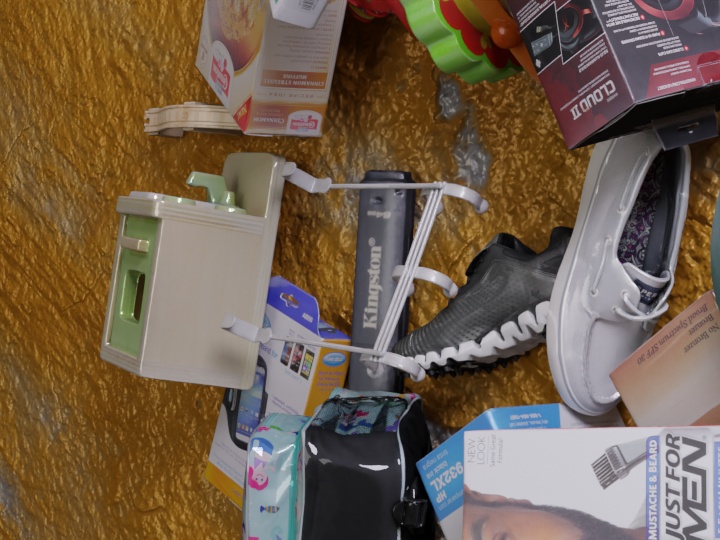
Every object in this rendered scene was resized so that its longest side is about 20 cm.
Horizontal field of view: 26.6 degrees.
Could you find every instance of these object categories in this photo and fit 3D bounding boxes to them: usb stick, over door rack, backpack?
[{"bbox_3d":[0.017,0.020,1.233,0.055,0.032,0.203,5,91,45],"label":"usb stick"},{"bbox_3d":[0.000,0.000,1.170,0.199,0.066,0.149,10,74,44],"label":"over door rack"},{"bbox_3d":[-0.009,0.177,1.131,0.149,0.200,0.180,4,102,12],"label":"backpack"}]

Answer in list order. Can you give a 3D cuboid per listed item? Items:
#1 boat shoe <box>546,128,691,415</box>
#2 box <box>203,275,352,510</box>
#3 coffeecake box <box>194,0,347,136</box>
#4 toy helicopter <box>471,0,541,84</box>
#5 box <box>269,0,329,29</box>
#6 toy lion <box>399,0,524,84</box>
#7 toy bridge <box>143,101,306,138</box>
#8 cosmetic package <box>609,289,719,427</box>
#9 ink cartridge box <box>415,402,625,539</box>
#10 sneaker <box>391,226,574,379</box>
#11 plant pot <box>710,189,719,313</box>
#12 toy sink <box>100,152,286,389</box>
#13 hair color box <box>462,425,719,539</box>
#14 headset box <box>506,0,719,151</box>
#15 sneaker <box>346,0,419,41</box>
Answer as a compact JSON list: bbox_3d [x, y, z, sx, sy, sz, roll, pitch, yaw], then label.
[{"bbox_3d":[0.180,0.002,1.013,0.068,0.071,0.202,26,101,66],"label":"boat shoe"},{"bbox_3d":[-0.069,0.110,1.304,0.119,0.041,0.202,29,107,49],"label":"box"},{"bbox_3d":[-0.070,-0.233,1.248,0.154,0.072,0.202,-128,43,-54],"label":"coffeecake box"},{"bbox_3d":[0.150,-0.169,1.055,0.201,0.131,0.079,61,158,6],"label":"toy helicopter"},{"bbox_3d":[-0.032,-0.286,1.045,0.145,0.036,0.201,-55,36,39],"label":"box"},{"bbox_3d":[0.061,-0.238,1.093,0.068,0.199,0.194,-17,58,41],"label":"toy lion"},{"bbox_3d":[-0.132,-0.135,1.364,0.199,0.067,0.028,5,92,45],"label":"toy bridge"},{"bbox_3d":[0.256,0.122,0.954,0.103,0.087,0.201,-45,59,32],"label":"cosmetic package"},{"bbox_3d":[0.144,0.197,1.022,0.084,0.144,0.202,-40,62,36],"label":"ink cartridge box"},{"bbox_3d":[0.101,0.022,1.131,0.199,0.066,0.092,-22,70,38],"label":"sneaker"},{"bbox_3d":[0.286,0.007,0.877,0.201,0.198,0.135,59,153,28],"label":"plant pot"},{"bbox_3d":[-0.149,-0.010,1.309,0.130,0.111,0.203,11,91,65],"label":"toy sink"},{"bbox_3d":[0.161,0.150,0.897,0.198,0.064,0.112,-5,76,27],"label":"hair color box"},{"bbox_3d":[0.175,-0.174,0.968,0.075,0.147,0.202,-35,75,56],"label":"headset box"},{"bbox_3d":[0.025,-0.229,1.217,0.085,0.076,0.201,-62,40,31],"label":"sneaker"}]
